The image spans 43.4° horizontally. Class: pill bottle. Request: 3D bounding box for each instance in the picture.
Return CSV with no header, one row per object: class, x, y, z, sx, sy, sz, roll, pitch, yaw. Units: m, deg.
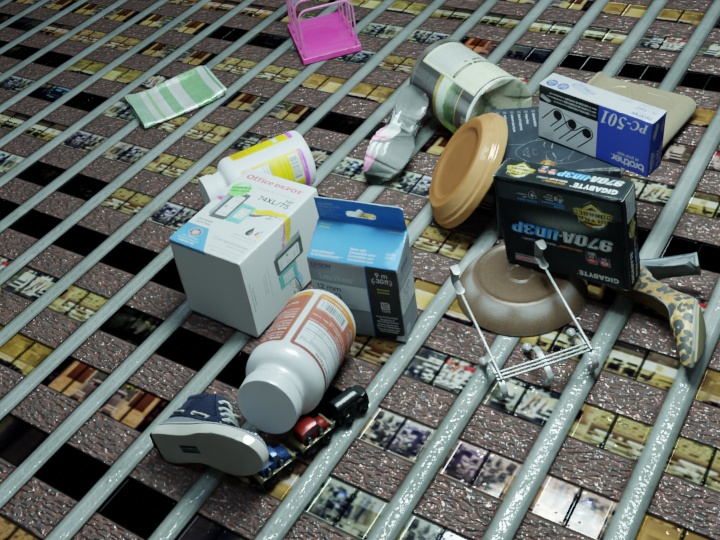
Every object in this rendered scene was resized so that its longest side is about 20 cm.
pill bottle,-0.184,-0.166,1.605,0.197,0.106,0.104,-24,41,-17
pill bottle,-0.087,0.122,1.216,0.110,0.114,0.201,6,32,19

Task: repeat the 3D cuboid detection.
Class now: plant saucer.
plant saucer,0.168,-0.168,1.474,0.037,0.201,0.202,24,37,-17
plant saucer,0.241,0.015,1.355,0.196,0.037,0.202,-6,41,5

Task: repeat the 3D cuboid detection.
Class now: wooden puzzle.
wooden puzzle,0.481,-0.278,1.644,0.198,0.047,0.185,27,53,30

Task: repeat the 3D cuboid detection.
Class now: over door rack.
over door rack,0.224,0.071,1.253,0.145,0.067,0.203,-16,61,-7

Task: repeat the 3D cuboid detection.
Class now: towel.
towel,-0.401,-0.381,1.970,0.197,0.024,0.153,-25,43,-17

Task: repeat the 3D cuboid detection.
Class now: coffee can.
coffee can,0.201,-0.323,1.672,0.144,0.148,0.200,-25,42,-17

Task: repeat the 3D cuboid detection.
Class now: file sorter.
file sorter,-0.093,-0.584,2.060,0.136,0.127,0.201,-15,40,-6

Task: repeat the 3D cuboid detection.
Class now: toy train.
toy train,-0.066,0.214,1.178,0.199,0.046,0.034,-35,45,-27

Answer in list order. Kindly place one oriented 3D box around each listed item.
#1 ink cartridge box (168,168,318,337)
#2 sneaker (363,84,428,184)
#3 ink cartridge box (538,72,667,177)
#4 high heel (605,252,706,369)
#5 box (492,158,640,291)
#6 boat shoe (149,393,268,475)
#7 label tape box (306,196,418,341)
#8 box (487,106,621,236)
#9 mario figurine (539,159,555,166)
ink cartridge box,-0.167,-0.032,1.410,0.145,0.148,0.200,18,46,29
sneaker,0.068,-0.235,1.664,0.079,0.087,0.202,30,69,4
ink cartridge box,0.362,-0.223,1.373,0.198,0.095,0.044,29,53,36
high heel,0.402,0.062,1.257,0.140,0.072,0.202,-9,43,26
box,0.290,-0.066,1.272,0.197,0.161,0.046,17,49,35
boat shoe,-0.180,0.203,1.173,0.197,0.076,0.093,0,35,36
label tape box,0.000,0.000,1.294,0.141,0.203,0.067,9,44,22
box,0.312,-0.169,1.485,0.192,0.126,0.202,-5,41,8
mario figurine,0.330,-0.088,1.356,0.106,0.199,0.124,-46,10,16
